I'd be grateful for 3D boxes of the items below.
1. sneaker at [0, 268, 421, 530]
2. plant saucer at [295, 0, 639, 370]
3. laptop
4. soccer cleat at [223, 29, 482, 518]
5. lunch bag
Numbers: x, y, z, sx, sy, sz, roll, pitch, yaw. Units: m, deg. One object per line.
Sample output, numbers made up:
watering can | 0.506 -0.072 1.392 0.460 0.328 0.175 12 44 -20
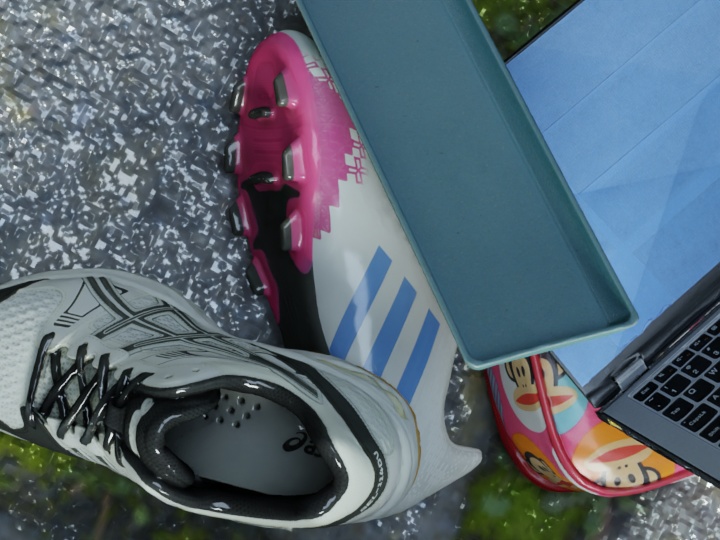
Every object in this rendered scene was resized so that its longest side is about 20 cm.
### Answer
sneaker | -0.078 0.046 0.763 0.199 0.088 0.076 12 97 15
plant saucer | 0.034 -0.048 0.776 0.070 0.019 0.201 -14 58 -17
laptop | 0.154 -0.031 0.772 0.187 0.200 0.116 -40 124 -14
soccer cleat | 0.000 0.000 0.836 0.086 0.070 0.201 -9 90 -30
lunch bag | 0.143 -0.007 0.859 0.199 0.082 0.177 -13 88 -15
